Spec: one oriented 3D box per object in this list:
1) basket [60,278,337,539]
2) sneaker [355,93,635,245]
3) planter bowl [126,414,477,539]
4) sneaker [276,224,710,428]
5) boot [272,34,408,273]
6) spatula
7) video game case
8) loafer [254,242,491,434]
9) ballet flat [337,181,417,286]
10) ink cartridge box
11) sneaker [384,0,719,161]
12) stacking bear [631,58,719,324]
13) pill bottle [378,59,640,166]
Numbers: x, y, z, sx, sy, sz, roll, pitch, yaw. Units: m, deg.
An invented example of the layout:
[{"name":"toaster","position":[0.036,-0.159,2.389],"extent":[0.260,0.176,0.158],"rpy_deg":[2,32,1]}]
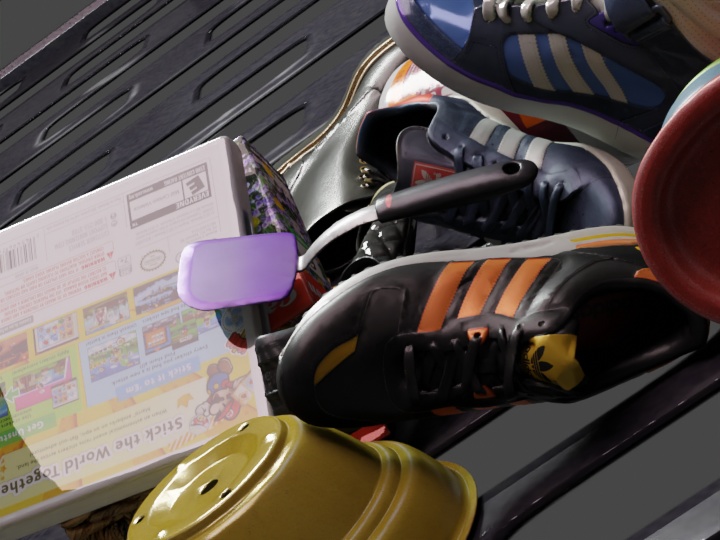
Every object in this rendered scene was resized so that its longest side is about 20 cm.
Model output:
[{"name":"basket","position":[-0.111,0.079,1.406],"extent":[0.200,0.148,0.143],"rpy_deg":[-56,-8,-48]},{"name":"sneaker","position":[0.066,-0.041,1.226],"extent":[0.084,0.075,0.200],"rpy_deg":[0,17,-32]},{"name":"planter bowl","position":[-0.049,0.127,1.096],"extent":[0.200,0.084,0.201],"rpy_deg":[-34,16,11]},{"name":"sneaker","position":[0.062,0.031,1.065],"extent":[0.199,0.070,0.090],"rpy_deg":[-14,18,-9]},{"name":"boot","position":[0.020,-0.079,1.568],"extent":[0.200,0.077,0.138],"rpy_deg":[-50,19,4]},{"name":"spatula","position":[-0.002,-0.021,1.202],"extent":[0.199,0.021,0.057],"rpy_deg":[-20,38,19]},{"name":"video game case","position":[-0.142,0.040,1.271],"extent":[0.199,0.023,0.183],"rpy_deg":[-21,57,17]},{"name":"loafer","position":[0.022,0.021,1.219],"extent":[0.068,0.071,0.200],"rpy_deg":[-24,6,45]},{"name":"ballet flat","position":[0.000,0.000,1.366],"extent":[0.056,0.067,0.200],"rpy_deg":[9,29,6]},{"name":"ink cartridge box","position":[-0.068,0.032,1.281],"extent":[0.109,0.050,0.200],"rpy_deg":[-33,49,10]},{"name":"sneaker","position":[0.119,-0.143,1.180],"extent":[0.147,0.199,0.081],"rpy_deg":[107,-170,-46]},{"name":"stacking bear","position":[0.194,-0.057,1.057],"extent":[0.113,0.122,0.200],"rpy_deg":[-21,12,25]},{"name":"pill bottle","position":[0.113,-0.102,1.338],"extent":[0.200,0.110,0.110],"rpy_deg":[-23,21,43]}]
